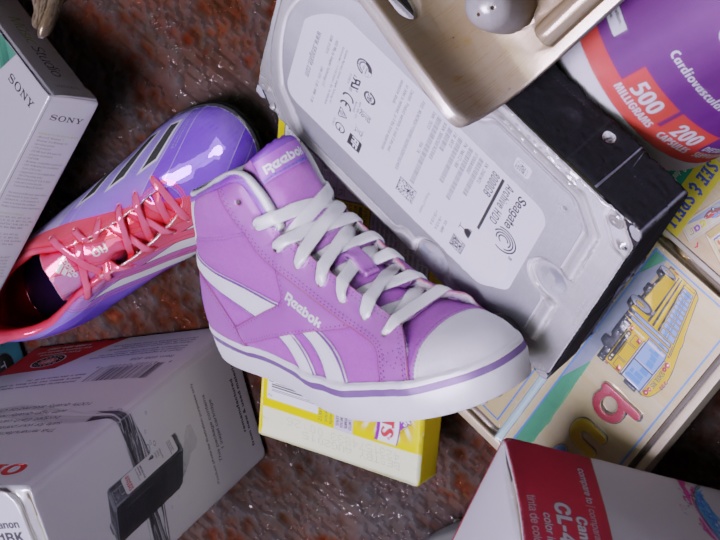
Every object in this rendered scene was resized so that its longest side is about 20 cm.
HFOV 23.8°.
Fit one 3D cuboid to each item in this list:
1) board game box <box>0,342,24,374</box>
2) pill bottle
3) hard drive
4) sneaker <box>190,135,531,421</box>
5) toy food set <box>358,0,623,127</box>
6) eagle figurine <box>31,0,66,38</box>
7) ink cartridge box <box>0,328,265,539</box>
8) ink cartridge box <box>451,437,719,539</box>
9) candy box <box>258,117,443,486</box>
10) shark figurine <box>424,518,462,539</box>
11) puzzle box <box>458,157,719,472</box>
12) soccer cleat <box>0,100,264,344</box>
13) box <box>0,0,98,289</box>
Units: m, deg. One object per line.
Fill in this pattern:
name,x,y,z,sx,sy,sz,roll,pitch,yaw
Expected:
board game box,-0.261,0.102,1.042,0.150,0.047,0.202,-9,105,30
pill bottle,0.176,-0.125,0.675,0.199,0.112,0.113,-28,96,43
hard drive,0.039,-0.058,0.749,0.200,0.038,0.140,45,152,12
sneaker,-0.012,-0.001,0.782,0.199,0.072,0.115,11,121,43
toy food set,0.064,-0.171,0.628,0.200,0.060,0.144,-41,81,27
eagle figurine,-0.204,-0.195,0.828,0.199,0.152,0.152,33,109,13
ink cartridge box,-0.164,0.110,0.905,0.143,0.200,0.085,-7,106,29
ink cartridge box,0.134,0.177,0.801,0.198,0.086,0.149,15,121,-11
candy box,0.000,0.000,0.863,0.101,0.026,0.202,14,109,28
shark figurine,0.055,0.167,0.887,0.213,0.089,0.129,-24,97,30
puzzle box,0.118,0.016,0.816,0.133,0.025,0.201,43,123,17
soccer cleat,-0.129,-0.018,0.912,0.199,0.073,0.069,-33,93,33
box,-0.228,-0.055,0.924,0.145,0.036,0.201,49,118,32
